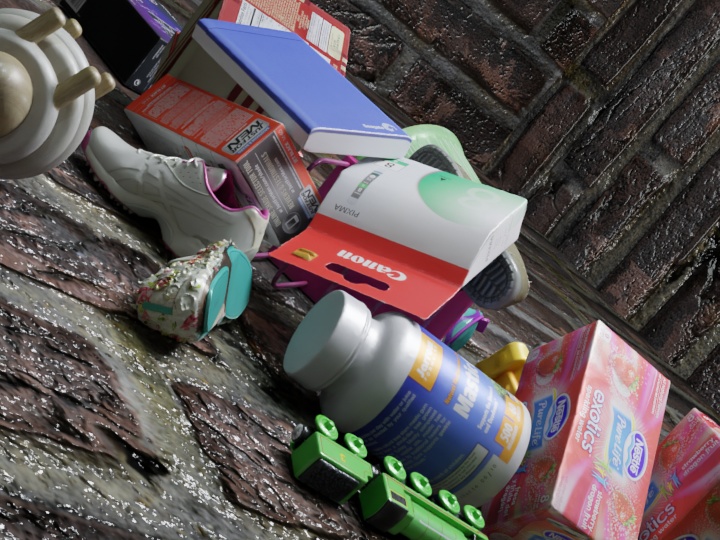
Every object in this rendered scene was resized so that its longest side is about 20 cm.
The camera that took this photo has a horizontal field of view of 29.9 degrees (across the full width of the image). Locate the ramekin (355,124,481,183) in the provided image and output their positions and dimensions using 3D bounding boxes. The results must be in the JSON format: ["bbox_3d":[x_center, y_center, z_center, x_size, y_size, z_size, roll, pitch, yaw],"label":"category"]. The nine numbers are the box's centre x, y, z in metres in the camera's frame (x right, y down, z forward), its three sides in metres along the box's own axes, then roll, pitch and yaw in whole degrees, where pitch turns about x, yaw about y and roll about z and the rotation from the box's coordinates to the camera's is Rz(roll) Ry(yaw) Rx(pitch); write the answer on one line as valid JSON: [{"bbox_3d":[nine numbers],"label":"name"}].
[{"bbox_3d":[0.068,-0.084,1.766,0.200,0.200,0.098,25,26,-54],"label":"ramekin"}]

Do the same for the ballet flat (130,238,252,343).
[{"bbox_3d":[-0.131,0.011,1.062,0.063,0.076,0.200,7,4,5],"label":"ballet flat"}]

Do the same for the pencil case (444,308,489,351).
[{"bbox_3d":[0.052,0.017,1.586,0.200,0.085,0.092,45,41,17],"label":"pencil case"}]

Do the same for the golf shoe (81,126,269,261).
[{"bbox_3d":[-0.163,-0.073,1.206,0.200,0.092,0.075,42,14,12],"label":"golf shoe"}]

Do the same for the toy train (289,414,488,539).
[{"bbox_3d":[0.026,0.174,1.019,0.200,0.042,0.057,35,22,-28],"label":"toy train"}]

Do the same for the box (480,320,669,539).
[{"bbox_3d":[0.190,0.161,1.184,0.102,0.094,0.201,39,50,-19],"label":"box"}]

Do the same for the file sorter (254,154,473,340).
[{"bbox_3d":[0.000,0.000,1.344,0.200,0.139,0.125,43,13,11],"label":"file sorter"}]

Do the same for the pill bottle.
[{"bbox_3d":[0.037,0.105,1.128,0.200,0.112,0.112,37,11,-20],"label":"pill bottle"}]

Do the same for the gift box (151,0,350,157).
[{"bbox_3d":[-0.120,-0.192,1.480,0.199,0.187,0.185,35,35,-16],"label":"gift box"}]

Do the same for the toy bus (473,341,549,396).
[{"bbox_3d":[0.192,0.193,1.324,0.199,0.136,0.193,31,30,-32],"label":"toy bus"}]

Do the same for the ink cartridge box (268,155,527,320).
[{"bbox_3d":[0.036,-0.039,1.197,0.160,0.050,0.200,21,28,22],"label":"ink cartridge box"}]

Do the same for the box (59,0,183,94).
[{"bbox_3d":[-0.272,-0.288,1.711,0.200,0.079,0.141,49,11,36],"label":"box"}]

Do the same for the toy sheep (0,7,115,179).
[{"bbox_3d":[-0.259,-0.133,1.012,0.138,0.138,0.200,40,0,-2],"label":"toy sheep"}]

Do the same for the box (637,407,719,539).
[{"bbox_3d":[0.273,0.236,1.182,0.094,0.200,0.103,36,12,-20],"label":"box"}]

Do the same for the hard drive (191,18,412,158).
[{"bbox_3d":[-0.057,-0.175,1.287,0.131,0.025,0.200,0,36,-45],"label":"hard drive"}]

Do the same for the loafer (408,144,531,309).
[{"bbox_3d":[0.102,-0.038,1.320,0.070,0.075,0.201,24,33,-55],"label":"loafer"}]

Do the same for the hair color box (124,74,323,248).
[{"bbox_3d":[-0.130,-0.106,1.283,0.200,0.064,0.111,30,-25,46],"label":"hair color box"}]

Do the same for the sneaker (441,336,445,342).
[{"bbox_3d":[0.018,-0.003,1.444,0.200,0.083,0.121,43,-23,44],"label":"sneaker"}]
